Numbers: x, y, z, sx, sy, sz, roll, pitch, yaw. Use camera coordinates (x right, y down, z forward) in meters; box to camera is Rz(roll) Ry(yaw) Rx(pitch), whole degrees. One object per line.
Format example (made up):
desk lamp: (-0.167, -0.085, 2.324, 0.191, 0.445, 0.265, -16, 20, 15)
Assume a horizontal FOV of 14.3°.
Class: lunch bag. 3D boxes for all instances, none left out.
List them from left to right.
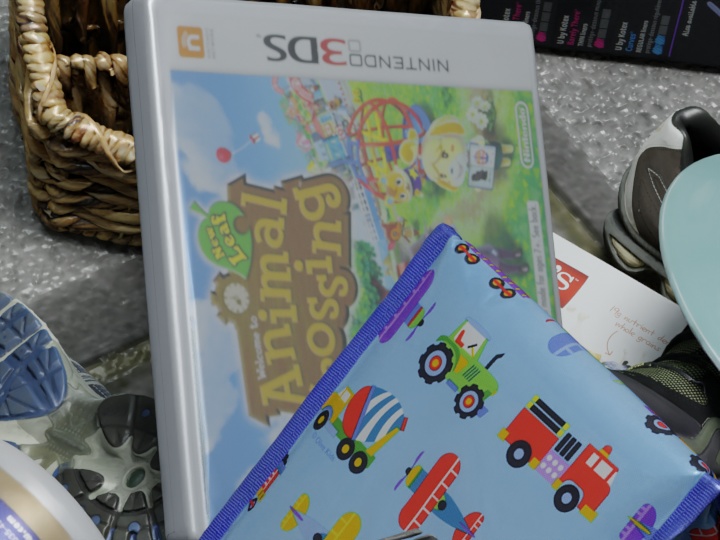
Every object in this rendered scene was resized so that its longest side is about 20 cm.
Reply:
lunch bag: (0.020, 0.113, 0.961, 0.200, 0.094, 0.151, -45, 52, -1)

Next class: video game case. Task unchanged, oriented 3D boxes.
video game case: (0.000, 0.000, 1.078, 0.181, 0.022, 0.202, 1, 80, -35)

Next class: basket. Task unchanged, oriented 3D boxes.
basket: (-0.050, -0.102, 1.225, 0.199, 0.149, 0.143, -4, 51, -11)

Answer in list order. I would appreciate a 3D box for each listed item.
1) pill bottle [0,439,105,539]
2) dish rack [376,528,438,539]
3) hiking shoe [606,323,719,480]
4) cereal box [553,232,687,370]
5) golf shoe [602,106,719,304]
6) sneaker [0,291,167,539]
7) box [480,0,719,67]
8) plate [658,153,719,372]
pill bottle: (-0.184, 0.156, 1.017, 0.115, 0.116, 0.200, 36, 56, 21)
dish rack: (-0.045, 0.167, 0.918, 0.199, 0.054, 0.154, -20, 67, 32)
hiking shoe: (0.137, 0.044, 1.115, 0.199, 0.075, 0.101, 13, 69, -42)
cereal box: (0.063, 0.075, 1.163, 0.143, 0.040, 0.200, 30, 54, 16)
golf shoe: (0.197, 0.002, 1.207, 0.199, 0.095, 0.078, 27, 51, 13)
sneaker: (-0.112, 0.078, 1.125, 0.200, 0.085, 0.077, 31, 76, 42)
box: (0.132, -0.176, 1.335, 0.198, 0.106, 0.123, 6, 50, -2)
plate: (0.205, 0.019, 1.103, 0.199, 0.026, 0.201, 21, 38, -17)
